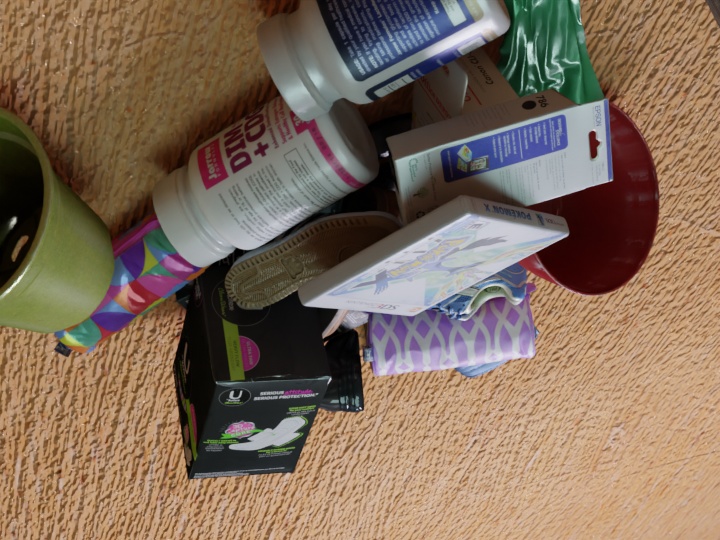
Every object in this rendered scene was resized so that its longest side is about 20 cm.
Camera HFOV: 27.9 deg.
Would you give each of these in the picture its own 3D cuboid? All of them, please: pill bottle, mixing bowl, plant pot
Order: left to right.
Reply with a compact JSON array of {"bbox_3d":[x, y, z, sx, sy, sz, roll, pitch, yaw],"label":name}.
[{"bbox_3d":[-0.322,-0.027,1.322,0.199,0.202,0.184,-25,158,12],"label":"plant pot"},{"bbox_3d":[-0.092,-0.090,1.377,0.199,0.114,0.113,-29,145,18],"label":"pill bottle"},{"bbox_3d":[0.018,-0.214,1.245,0.199,0.117,0.116,-26,146,13],"label":"pill bottle"},{"bbox_3d":[0.202,-0.075,1.495,0.199,0.202,0.108,12,173,-36],"label":"mixing bowl"}]

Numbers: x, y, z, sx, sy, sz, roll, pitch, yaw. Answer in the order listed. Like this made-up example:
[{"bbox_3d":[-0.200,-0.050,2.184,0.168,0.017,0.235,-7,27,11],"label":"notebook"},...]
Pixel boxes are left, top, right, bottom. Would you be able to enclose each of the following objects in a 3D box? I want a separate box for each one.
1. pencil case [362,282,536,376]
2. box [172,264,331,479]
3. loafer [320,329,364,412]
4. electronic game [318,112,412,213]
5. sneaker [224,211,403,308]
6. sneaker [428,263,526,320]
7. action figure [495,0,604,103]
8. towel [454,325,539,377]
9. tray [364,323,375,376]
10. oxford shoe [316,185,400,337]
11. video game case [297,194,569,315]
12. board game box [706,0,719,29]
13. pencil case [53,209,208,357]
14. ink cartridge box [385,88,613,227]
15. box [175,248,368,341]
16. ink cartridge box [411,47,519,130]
[{"bbox_3d":[0.098,0.065,1.612,0.198,0.084,0.086,-6,103,-1],"label":"pencil case"},{"bbox_3d":[-0.121,0.108,1.538,0.123,0.150,0.201,-1,145,-18],"label":"box"},{"bbox_3d":[-0.035,0.112,1.667,0.071,0.074,0.200,-4,-172,-1],"label":"loafer"},{"bbox_3d":[0.040,-0.084,1.508,0.198,0.042,0.201,-14,139,-12],"label":"electronic game"},{"bbox_3d":[-0.036,-0.034,1.429,0.198,0.109,0.070,-18,115,27],"label":"sneaker"},{"bbox_3d":[0.084,0.015,1.551,0.198,0.078,0.076,-15,161,10],"label":"sneaker"},{"bbox_3d":[0.166,-0.227,1.349,0.117,0.055,0.201,-14,140,-2],"label":"action figure"},{"bbox_3d":[0.117,0.038,1.671,0.111,0.049,0.200,-26,129,16],"label":"towel"},{"bbox_3d":[0.105,0.067,1.763,0.198,0.037,0.099,-14,146,-5],"label":"tray"},{"bbox_3d":[0.000,0.000,1.497,0.071,0.072,0.201,3,134,-35],"label":"oxford shoe"},{"bbox_3d":[0.070,-0.009,1.352,0.199,0.022,0.182,-29,159,31],"label":"video game case"},{"bbox_3d":[0.448,-0.255,1.428,0.198,0.062,0.200,11,138,-37],"label":"board game box"},{"bbox_3d":[-0.241,0.009,1.484,0.199,0.089,0.088,-34,143,22],"label":"pencil case"},{"bbox_3d":[0.126,-0.099,1.300,0.198,0.039,0.100,-15,132,-4],"label":"ink cartridge box"},{"bbox_3d":[-0.093,0.027,1.609,0.159,0.044,0.200,-26,146,13],"label":"box"},{"bbox_3d":[0.099,-0.133,1.370,0.067,0.117,0.201,-13,133,-16],"label":"ink cartridge box"}]
